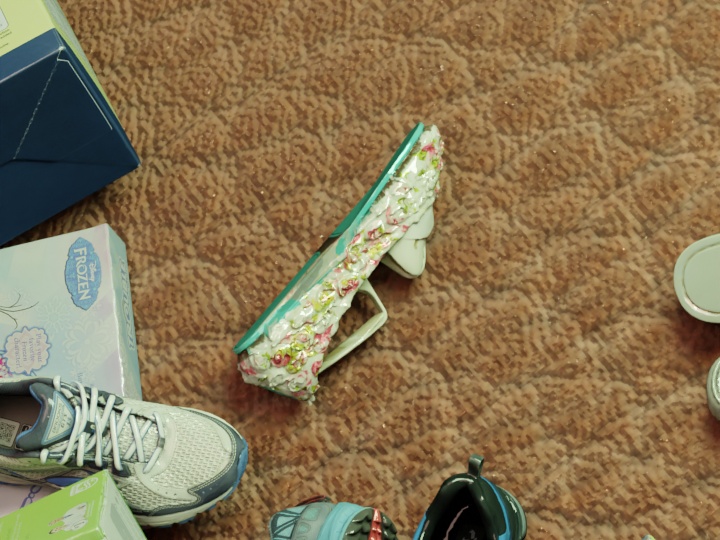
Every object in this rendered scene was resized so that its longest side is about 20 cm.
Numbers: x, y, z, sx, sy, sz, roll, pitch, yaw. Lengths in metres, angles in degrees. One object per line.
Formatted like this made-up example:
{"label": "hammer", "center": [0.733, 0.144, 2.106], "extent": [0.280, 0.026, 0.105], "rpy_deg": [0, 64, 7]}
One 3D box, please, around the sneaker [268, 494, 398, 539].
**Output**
{"label": "sneaker", "center": [-0.046, 0.232, 1.305], "extent": [0.095, 0.079, 0.200], "rpy_deg": [10, 72, 43]}

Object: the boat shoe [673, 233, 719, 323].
{"label": "boat shoe", "center": [0.286, -0.003, 1.290], "extent": [0.199, 0.062, 0.075], "rpy_deg": [-12, 93, 21]}

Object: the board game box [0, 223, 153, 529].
{"label": "board game box", "center": [-0.240, 0.087, 1.420], "extent": [0.198, 0.043, 0.201], "rpy_deg": [-13, 66, 10]}

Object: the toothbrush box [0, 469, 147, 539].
{"label": "toothbrush box", "center": [-0.206, 0.231, 1.291], "extent": [0.200, 0.086, 0.146], "rpy_deg": [-26, 108, 5]}

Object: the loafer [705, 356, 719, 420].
{"label": "loafer", "center": [0.298, 0.059, 1.264], "extent": [0.199, 0.070, 0.070], "rpy_deg": [-6, 68, 13]}

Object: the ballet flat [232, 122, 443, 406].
{"label": "ballet flat", "center": [0.000, 0.000, 1.383], "extent": [0.064, 0.076, 0.200], "rpy_deg": [39, 88, -6]}

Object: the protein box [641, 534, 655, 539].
{"label": "protein box", "center": [0.131, 0.272, 1.157], "extent": [0.200, 0.199, 0.135], "rpy_deg": [-39, 65, -2]}

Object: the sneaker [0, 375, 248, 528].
{"label": "sneaker", "center": [-0.168, 0.104, 1.325], "extent": [0.199, 0.085, 0.077], "rpy_deg": [5, 70, 14]}

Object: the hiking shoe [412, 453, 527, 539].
{"label": "hiking shoe", "center": [0.041, 0.210, 1.269], "extent": [0.074, 0.087, 0.201], "rpy_deg": [6, 71, 18]}

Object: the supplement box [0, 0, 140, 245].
{"label": "supplement box", "center": [-0.285, -0.124, 1.440], "extent": [0.200, 0.134, 0.200], "rpy_deg": [-29, 54, -1]}
